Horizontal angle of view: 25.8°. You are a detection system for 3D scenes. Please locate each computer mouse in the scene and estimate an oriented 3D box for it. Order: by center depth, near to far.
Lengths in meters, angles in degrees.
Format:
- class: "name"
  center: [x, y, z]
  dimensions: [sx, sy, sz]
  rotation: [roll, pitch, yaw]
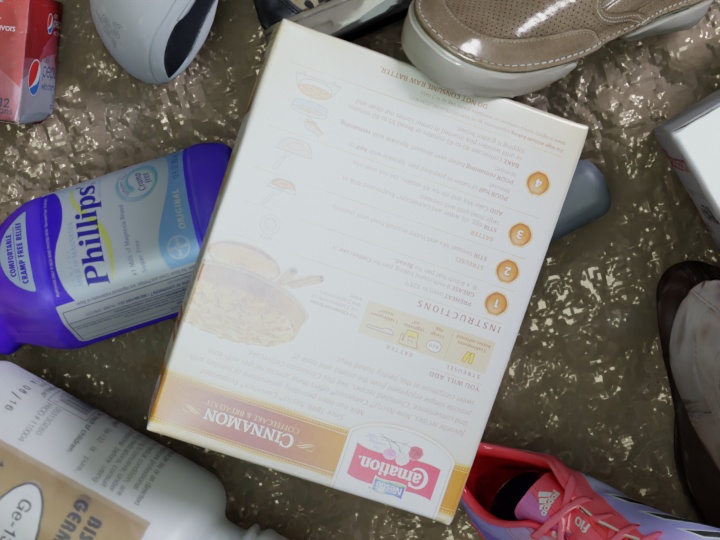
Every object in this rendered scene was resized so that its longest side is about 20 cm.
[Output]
- class: "computer mouse"
  center: [-0.091, -0.177, 0.791]
  dimensions: [0.110, 0.044, 0.200]
  rotation: [39, 122, 18]

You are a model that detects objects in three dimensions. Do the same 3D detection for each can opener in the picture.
- class: "can opener"
  center: [0.034, -0.012, 0.829]
  dimensions: [0.199, 0.053, 0.067]
  rotation: [-23, 92, 6]

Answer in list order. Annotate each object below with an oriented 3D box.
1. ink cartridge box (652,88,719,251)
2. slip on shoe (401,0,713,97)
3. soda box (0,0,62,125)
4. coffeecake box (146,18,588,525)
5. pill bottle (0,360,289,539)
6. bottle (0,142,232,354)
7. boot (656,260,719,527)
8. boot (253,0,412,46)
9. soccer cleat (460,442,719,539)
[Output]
- class: "ink cartridge box"
  center: [0.236, -0.036, 0.770]
  dimensions: [0.125, 0.129, 0.200]
  rotation: [-31, 91, 8]
- class: "slip on shoe"
  center: [0.104, -0.137, 0.751]
  dimensions: [0.076, 0.200, 0.061]
  rotation: [53, 142, 27]
- class: "soda box"
  center: [-0.265, -0.123, 0.842]
  dimensions: [0.199, 0.063, 0.070]
  rotation: [7, 96, 4]
- class: "coffeecake box"
  center: [0.000, 0.000, 0.760]
  dimensions: [0.153, 0.073, 0.201]
  rotation: [19, 94, -7]
- class: "pill bottle"
  center: [-0.132, 0.142, 0.825]
  dimensions: [0.200, 0.114, 0.115]
  rotation: [28, 97, 2]
- class: "bottle"
  center: [-0.150, -0.002, 0.834]
  dimensions: [0.199, 0.065, 0.084]
  rotation: [-17, 60, 7]
- class: "boot"
  center: [0.184, 0.086, 0.748]
  dimensions: [0.064, 0.200, 0.187]
  rotation: [-21, 92, 7]
- class: "boot"
  center: [0.014, -0.212, 0.807]
  dimensions: [0.200, 0.073, 0.151]
  rotation: [-26, 92, 12]
- class: "soccer cleat"
  center: [0.120, 0.133, 0.769]
  dimensions: [0.076, 0.200, 0.067]
  rotation: [40, 77, -37]
